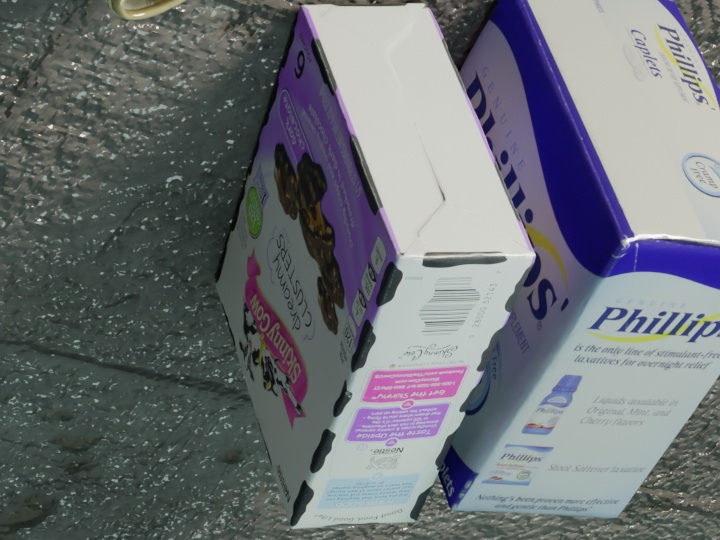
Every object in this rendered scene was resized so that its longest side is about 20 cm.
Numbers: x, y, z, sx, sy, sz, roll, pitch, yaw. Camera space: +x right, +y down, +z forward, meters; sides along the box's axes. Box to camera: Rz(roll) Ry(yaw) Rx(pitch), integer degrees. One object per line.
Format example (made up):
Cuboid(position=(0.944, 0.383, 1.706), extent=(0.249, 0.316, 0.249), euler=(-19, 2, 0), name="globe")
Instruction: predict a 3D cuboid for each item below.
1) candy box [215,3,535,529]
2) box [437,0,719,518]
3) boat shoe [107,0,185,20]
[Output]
Cuboid(position=(0.000, 0.000, 1.229), extent=(0.071, 0.168, 0.200), euler=(-2, 138, -22), name="candy box")
Cuboid(position=(0.101, -0.009, 1.253), extent=(0.105, 0.184, 0.200), euler=(6, 134, -27), name="box")
Cuboid(position=(-0.025, -0.172, 1.097), extent=(0.200, 0.063, 0.073), euler=(-23, 142, 2), name="boat shoe")
